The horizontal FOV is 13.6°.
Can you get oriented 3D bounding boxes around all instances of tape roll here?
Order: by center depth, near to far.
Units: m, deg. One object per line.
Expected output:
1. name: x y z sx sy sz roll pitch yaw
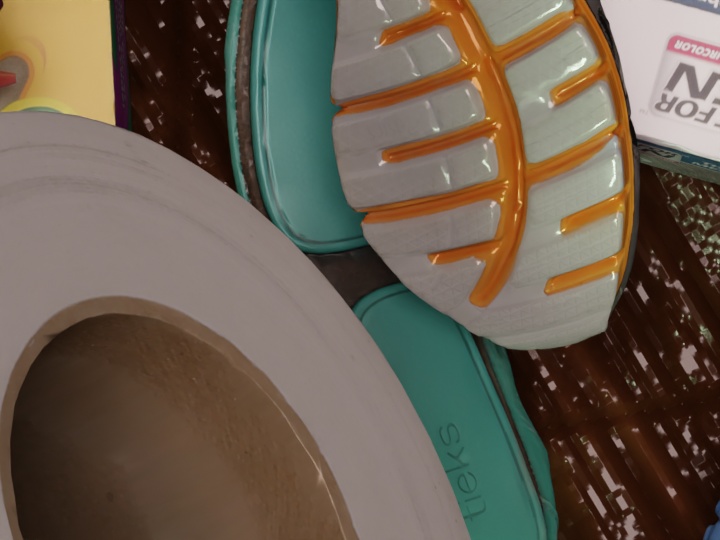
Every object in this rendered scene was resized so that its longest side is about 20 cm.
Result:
1. tape roll: -0.084 0.083 0.670 0.139 0.202 0.203 -30 86 33

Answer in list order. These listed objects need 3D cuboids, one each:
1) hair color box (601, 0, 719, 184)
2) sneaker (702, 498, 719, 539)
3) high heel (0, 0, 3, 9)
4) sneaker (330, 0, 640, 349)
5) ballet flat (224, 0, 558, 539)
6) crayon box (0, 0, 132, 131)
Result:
1. hair color box: 0.121 -0.122 0.818 0.100 0.061 0.201 16 88 5
2. sneaker: 0.160 0.060 0.764 0.200 0.071 0.083 -43 53 33
3. high heel: -0.123 -0.126 0.789 0.096 0.067 0.201 -13 57 22
4. sneaker: 0.027 -0.078 0.764 0.078 0.077 0.201 -14 100 25
5. ballet flat: 0.000 0.000 0.811 0.067 0.070 0.201 -13 84 -19
6. crayon box: -0.146 0.022 0.822 0.172 0.058 0.201 -4 87 2
